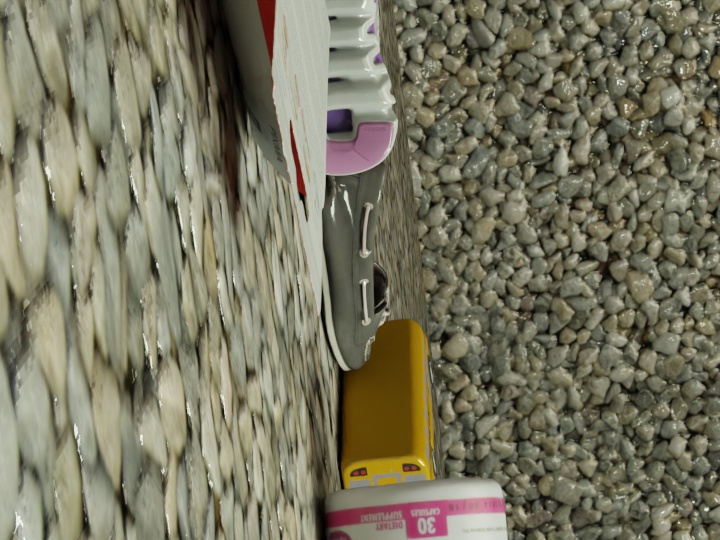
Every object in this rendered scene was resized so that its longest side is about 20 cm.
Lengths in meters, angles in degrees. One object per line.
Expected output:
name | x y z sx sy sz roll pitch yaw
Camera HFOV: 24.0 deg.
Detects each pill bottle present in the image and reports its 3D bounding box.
pill bottle | 0.040 0.232 1.033 0.113 0.113 0.201 62 22 -79

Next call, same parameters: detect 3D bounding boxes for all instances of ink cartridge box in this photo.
ink cartridge box | -0.047 -0.103 0.810 0.161 0.050 0.201 79 10 -51

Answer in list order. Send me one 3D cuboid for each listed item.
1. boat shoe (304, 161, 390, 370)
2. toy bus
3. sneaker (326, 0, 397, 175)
boat shoe | 0.000 0.000 1.181 0.201 0.057 0.067 80 6 -47
toy bus | 0.021 0.104 1.277 0.201 0.065 0.079 -89 170 -54
sneaker | -0.020 -0.166 1.068 0.089 0.080 0.202 -104 -169 -71
